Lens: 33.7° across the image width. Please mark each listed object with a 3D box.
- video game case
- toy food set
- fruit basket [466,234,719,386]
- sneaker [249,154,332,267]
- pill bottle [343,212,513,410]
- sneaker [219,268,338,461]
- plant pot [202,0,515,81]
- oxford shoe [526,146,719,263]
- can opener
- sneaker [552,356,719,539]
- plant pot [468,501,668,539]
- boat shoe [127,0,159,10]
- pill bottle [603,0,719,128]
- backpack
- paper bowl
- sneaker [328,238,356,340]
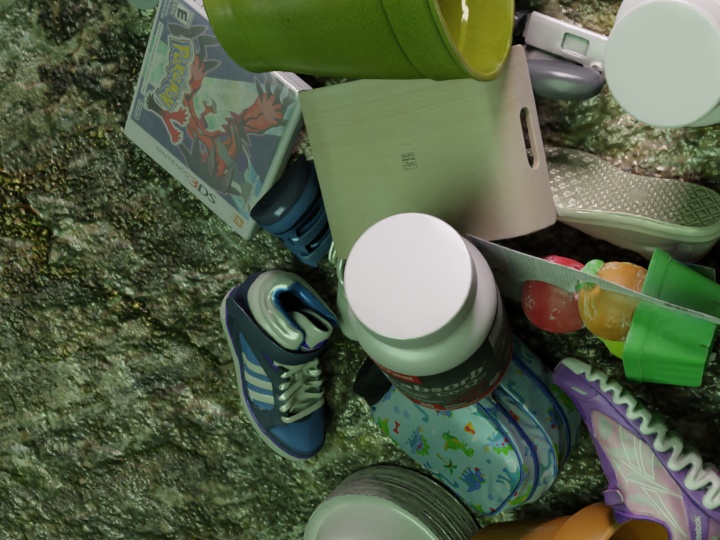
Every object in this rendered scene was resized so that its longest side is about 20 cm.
[{"bbox_3d":[-0.145,-0.153,1.162,0.182,0.023,0.201,40,135,12],"label":"video game case"},{"bbox_3d":[0.050,-0.094,0.970,0.198,0.060,0.145,-7,102,27],"label":"toy food set"},{"bbox_3d":[0.192,0.020,0.953,0.198,0.185,0.095,24,82,20],"label":"fruit basket"},{"bbox_3d":[-0.049,-0.050,1.080,0.082,0.200,0.074,45,91,-1],"label":"sneaker"},{"bbox_3d":[0.053,0.034,0.924,0.114,0.200,0.117,-4,71,12],"label":"pill bottle"},{"bbox_3d":[-0.065,0.096,1.182,0.146,0.080,0.202,-16,96,59],"label":"sneaker"},{"bbox_3d":[-0.008,-0.224,0.870,0.191,0.200,0.203,-6,108,26],"label":"plant pot"},{"bbox_3d":[0.202,-0.051,0.974,0.198,0.075,0.058,18,146,26],"label":"oxford shoe"},{"bbox_3d":[0.110,-0.189,0.967,0.198,0.067,0.054,25,122,22],"label":"can opener"},{"bbox_3d":[0.224,0.158,0.974,0.200,0.080,0.089,45,100,14],"label":"sneaker"},{"bbox_3d":[0.187,0.304,1.078,0.182,0.199,0.202,-1,111,51],"label":"plant pot"},{"bbox_3d":[-0.187,-0.326,1.102,0.073,0.065,0.200,38,147,4],"label":"boat shoe"},{"bbox_3d":[0.237,-0.163,0.811,0.110,0.200,0.112,14,118,28],"label":"pill bottle"},{"bbox_3d":[0.102,0.123,1.080,0.199,0.154,0.164,33,130,-4],"label":"backpack"},{"bbox_3d":[0.028,0.314,1.227,0.199,0.104,0.203,14,118,26],"label":"paper bowl"},{"bbox_3d":[0.000,0.000,1.095,0.073,0.115,0.202,29,125,16],"label":"sneaker"}]
